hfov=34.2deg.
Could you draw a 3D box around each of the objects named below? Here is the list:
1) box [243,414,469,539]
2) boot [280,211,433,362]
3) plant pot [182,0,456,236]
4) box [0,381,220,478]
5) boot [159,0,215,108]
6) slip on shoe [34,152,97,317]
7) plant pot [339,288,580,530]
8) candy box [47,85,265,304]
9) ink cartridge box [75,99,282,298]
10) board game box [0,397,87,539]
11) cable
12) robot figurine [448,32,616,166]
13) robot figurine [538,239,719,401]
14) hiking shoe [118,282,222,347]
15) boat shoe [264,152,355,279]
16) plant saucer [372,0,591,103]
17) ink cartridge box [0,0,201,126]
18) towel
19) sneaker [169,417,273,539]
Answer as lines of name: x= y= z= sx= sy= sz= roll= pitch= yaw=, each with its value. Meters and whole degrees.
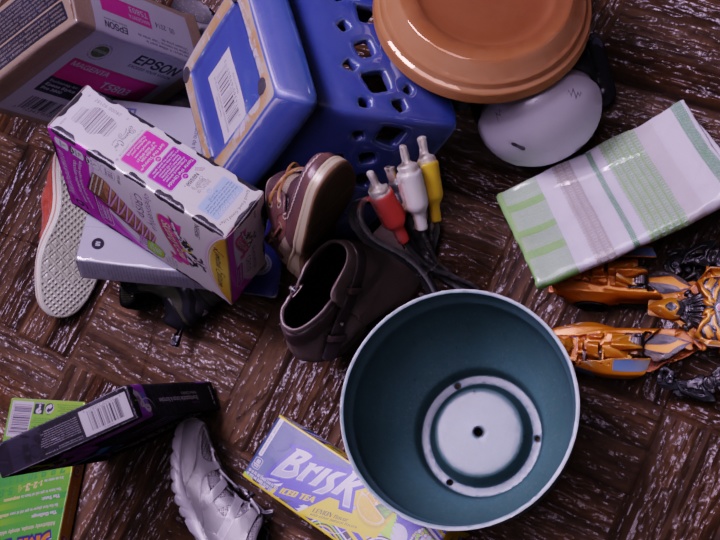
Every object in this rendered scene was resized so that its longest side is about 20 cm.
box: x=-0.007 y=0.214 z=1.069 sx=0.200 sy=0.064 sz=0.070 roll=29 pitch=83 yaw=28
boot: x=0.000 y=0.000 z=1.094 sx=0.070 sy=0.146 sz=0.201 roll=26 pitch=83 yaw=23
plant pot: x=-0.052 y=-0.167 z=1.112 sx=0.200 sy=0.179 sz=0.201 roll=-45 pitch=53 yaw=44
box: x=-0.232 y=0.147 z=1.105 sx=0.142 sy=0.200 sz=0.036 roll=-25 pitch=81 yaw=12
boot: x=-0.166 y=-0.215 z=1.288 sx=0.200 sy=0.070 sz=0.132 roll=28 pitch=86 yaw=39
slip on shoe: x=-0.322 y=-0.046 z=1.289 sx=0.061 sy=0.074 sz=0.201 roll=-16 pitch=70 yaw=58
plant pot: x=0.095 y=0.131 z=1.016 sx=0.199 sy=0.134 sz=0.201 roll=-5 pitch=71 yaw=14
candy box: x=-0.185 y=-0.067 z=1.085 sx=0.199 sy=0.137 sz=0.061 roll=30 pitch=65 yaw=12
ink cartridge box: x=-0.171 y=-0.076 z=1.191 sx=0.199 sy=0.041 sz=0.200 roll=6 pitch=61 yaw=-2
board game box: x=-0.338 y=0.234 z=1.211 sx=0.095 sy=0.030 sz=0.201 roll=0 pitch=69 yaw=22
cable: x=0.058 y=-0.015 z=1.057 sx=0.097 sy=0.201 sz=0.050 roll=-34 pitch=17 yaw=-25
robot figurine: x=0.156 y=-0.196 z=1.120 sx=0.150 sy=0.125 sz=0.201 roll=-20 pitch=65 yaw=17
robot figurine: x=0.259 y=0.040 z=1.030 sx=0.199 sy=0.058 sz=0.146 roll=0 pitch=72 yaw=22
hiking shoe: x=-0.229 y=-0.013 z=1.228 sx=0.101 sy=0.076 sz=0.200 roll=-46 pitch=63 yaw=-4
boat shoe: x=-0.056 y=-0.056 z=1.037 sx=0.072 sy=0.200 sz=0.072 roll=38 pitch=71 yaw=7
plant saucer: x=0.110 y=-0.243 z=1.051 sx=0.199 sy=0.037 sz=0.201 roll=0 pitch=65 yaw=1
ink cartridge box: x=-0.283 y=-0.218 z=1.204 sx=0.164 sy=0.200 sz=0.075 roll=-28 pitch=70 yaw=27
towel: x=0.229 y=-0.072 z=1.058 sx=0.199 sy=0.031 sz=0.149 roll=-25 pitch=35 yaw=8
sneaker: x=-0.122 y=0.232 z=1.112 sx=0.082 sy=0.075 sz=0.201 roll=-21 pitch=75 yaw=2
